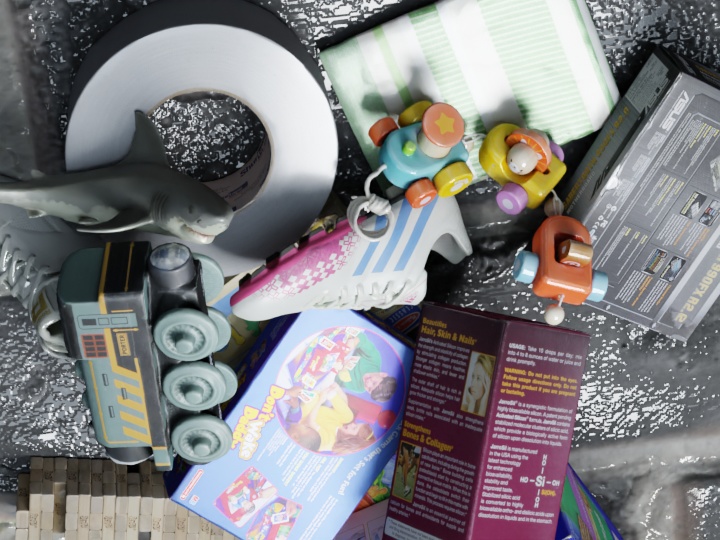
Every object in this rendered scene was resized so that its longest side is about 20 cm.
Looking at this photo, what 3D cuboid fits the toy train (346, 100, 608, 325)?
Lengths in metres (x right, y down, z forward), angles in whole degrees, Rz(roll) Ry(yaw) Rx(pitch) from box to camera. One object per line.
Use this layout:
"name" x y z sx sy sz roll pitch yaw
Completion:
"toy train" 0.095 -0.054 1.231 0.198 0.152 0.056 18 146 -11

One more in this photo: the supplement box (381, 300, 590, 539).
"supplement box" 0.091 0.133 1.267 0.085 0.110 0.203 10 90 -34

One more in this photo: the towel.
"towel" 0.087 -0.140 1.281 0.198 0.023 0.154 -23 118 6

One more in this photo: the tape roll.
"tape roll" -0.117 -0.097 1.249 0.198 0.066 0.203 -4 118 -7

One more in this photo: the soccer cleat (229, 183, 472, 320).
"soccer cleat" 0.000 0.000 1.244 0.199 0.070 0.087 -31 92 -25

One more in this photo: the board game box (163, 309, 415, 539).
"board game box" -0.043 0.121 1.328 0.134 0.045 0.201 33 96 -21

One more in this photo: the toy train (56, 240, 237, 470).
"toy train" -0.150 0.063 1.211 0.112 0.086 0.202 -1 132 2

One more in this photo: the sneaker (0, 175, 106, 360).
"sneaker" -0.244 -0.001 1.255 0.198 0.116 0.074 21 116 -17

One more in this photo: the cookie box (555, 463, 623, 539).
"cookie box" 0.176 0.248 1.419 0.075 0.172 0.201 -29 119 12

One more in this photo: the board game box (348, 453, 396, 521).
"board game box" 0.013 0.206 1.443 0.133 0.045 0.202 -10 119 -2

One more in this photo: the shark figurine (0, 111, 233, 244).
"shark figurine" -0.181 -0.069 1.189 0.212 0.128 0.091 7 93 8

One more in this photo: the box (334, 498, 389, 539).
"box" -0.019 0.285 1.397 0.198 0.102 0.113 -23 119 5

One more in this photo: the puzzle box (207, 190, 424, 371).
"puzzle box" -0.061 0.044 1.356 0.199 0.026 0.133 -36 118 11

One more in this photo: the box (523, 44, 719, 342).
"box" 0.242 -0.055 1.319 0.157 0.048 0.201 19 115 -29

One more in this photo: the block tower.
"block tower" -0.184 0.194 1.402 0.197 0.058 0.055 2 119 -11
